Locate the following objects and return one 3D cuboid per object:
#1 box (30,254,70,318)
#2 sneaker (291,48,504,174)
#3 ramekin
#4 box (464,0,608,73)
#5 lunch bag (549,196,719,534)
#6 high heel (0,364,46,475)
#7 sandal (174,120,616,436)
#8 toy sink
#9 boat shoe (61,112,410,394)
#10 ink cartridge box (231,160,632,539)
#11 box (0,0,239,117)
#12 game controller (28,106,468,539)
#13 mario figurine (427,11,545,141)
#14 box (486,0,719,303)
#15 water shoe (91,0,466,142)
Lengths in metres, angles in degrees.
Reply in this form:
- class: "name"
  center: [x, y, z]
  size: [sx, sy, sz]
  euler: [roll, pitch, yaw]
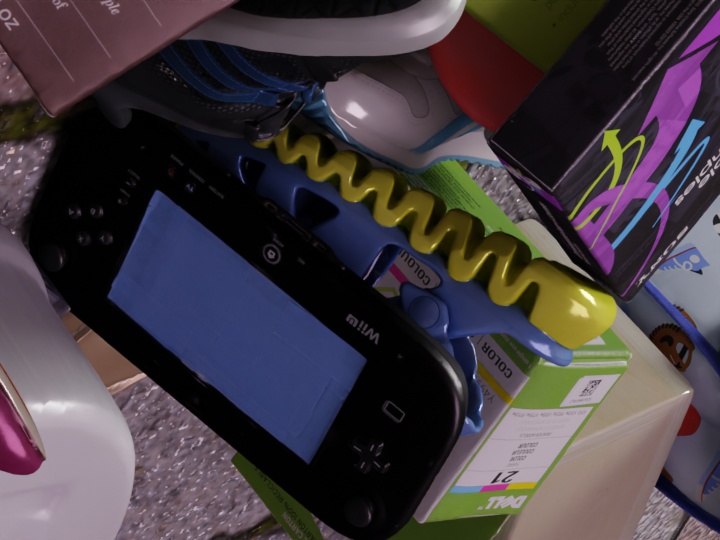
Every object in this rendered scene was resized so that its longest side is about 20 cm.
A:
- class: "box"
  center: [-0.218, 0.023, 1.113]
  size: [0.161, 0.049, 0.200]
  euler: [-42, 152, 3]
- class: "sneaker"
  center: [0.033, -0.091, 1.257]
  size: [0.200, 0.076, 0.081]
  euler: [-6, 126, -56]
- class: "ramekin"
  center: [-0.179, 0.084, 1.092]
  size: [0.200, 0.098, 0.201]
  euler: [-31, 151, -19]
- class: "box"
  center: [0.028, -0.178, 1.048]
  size: [0.122, 0.200, 0.048]
  euler: [-50, -165, 13]
- class: "lunch bag"
  center: [0.206, 0.038, 1.509]
  size: [0.169, 0.200, 0.124]
  euler: [-19, 144, -35]
- class: "high heel"
  center: [-0.198, 0.014, 0.989]
  size: [0.096, 0.200, 0.067]
  euler: [-43, 176, -8]
- class: "sandal"
  center: [0.000, 0.000, 1.198]
  size: [0.087, 0.199, 0.079]
  euler: [-61, 163, 6]
- class: "toy sink"
  center: [0.062, 0.099, 1.487]
  size: [0.112, 0.130, 0.201]
  euler: [-22, 147, -33]
- class: "boat shoe"
  center: [-0.067, 0.008, 1.264]
  size: [0.200, 0.065, 0.072]
  euler: [-35, 151, -13]
- class: "ink cartridge box"
  center: [0.008, 0.065, 1.349]
  size: [0.076, 0.148, 0.200]
  euler: [1, 130, -51]
- class: "box"
  center: [-0.050, -0.150, 0.980]
  size: [0.199, 0.075, 0.100]
  euler: [-33, 119, 4]
- class: "game controller"
  center: [-0.046, 0.019, 1.172]
  size: [0.042, 0.200, 0.105]
  euler: [-41, 164, -41]
- class: "mario figurine"
  center: [0.082, -0.105, 1.195]
  size: [0.200, 0.105, 0.124]
  euler: [0, 87, -58]
- class: "box"
  center: [0.122, -0.069, 1.120]
  size: [0.143, 0.036, 0.200]
  euler: [-50, 164, -1]
- class: "water shoe"
  center: [-0.032, -0.089, 1.054]
  size: [0.072, 0.199, 0.079]
  euler: [-59, 133, -27]
